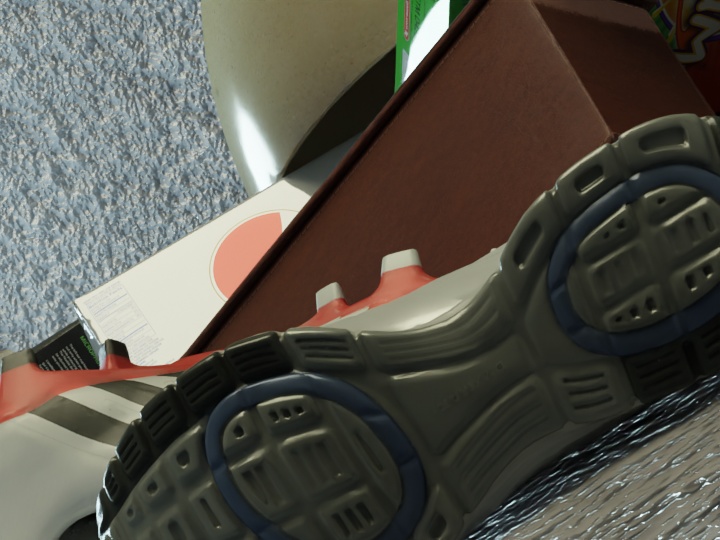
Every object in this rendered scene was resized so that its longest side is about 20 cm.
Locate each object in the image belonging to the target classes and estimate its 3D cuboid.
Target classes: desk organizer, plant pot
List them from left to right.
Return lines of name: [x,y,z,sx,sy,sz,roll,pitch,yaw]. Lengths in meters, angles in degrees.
plant pot: [0.015,-0.119,1.108,0.200,0.135,0.201,-30,-20,-12]
desk organizer: [0.029,0.001,0.927,0.071,0.077,0.200,9,-48,-43]

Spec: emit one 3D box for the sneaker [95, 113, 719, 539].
sneaker: [0.027,0.033,0.715,0.199,0.075,0.087,-27,-8,10]

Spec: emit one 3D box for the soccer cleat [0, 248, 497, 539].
soccer cleat: [-0.019,0.053,0.841,0.199,0.086,0.069,-12,-24,6]

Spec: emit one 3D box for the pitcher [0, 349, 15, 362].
pitcher: [-0.199,0.137,1.094,0.199,0.121,0.172,-31,-26,-21]

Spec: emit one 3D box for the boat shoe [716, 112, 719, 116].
boat shoe: [0.147,-0.081,1.143,0.067,0.057,0.200,-35,3,-14]

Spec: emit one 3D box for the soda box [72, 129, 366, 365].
soda box: [0.000,0.000,1.043,0.199,0.064,0.068,-30,-38,-9]

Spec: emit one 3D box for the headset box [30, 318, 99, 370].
headset box: [-0.187,0.114,1.322,0.200,0.093,0.174,-36,3,-36]

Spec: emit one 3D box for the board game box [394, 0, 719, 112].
board game box: [0.110,-0.122,0.958,0.199,0.040,0.154,-16,-47,-19]
